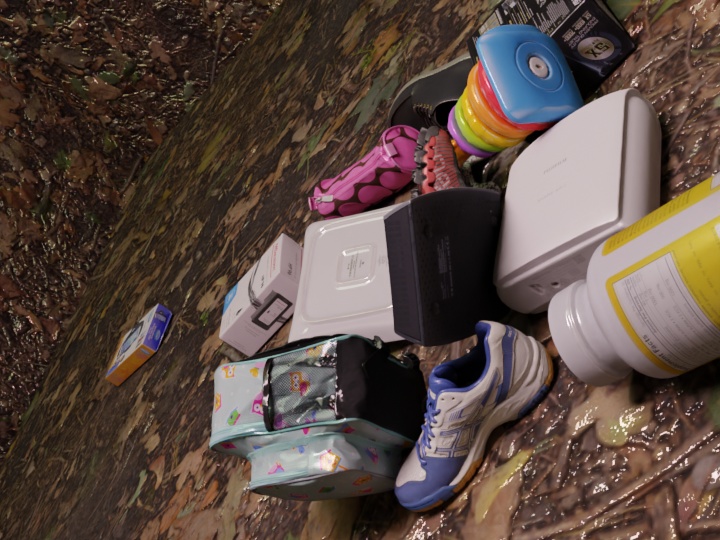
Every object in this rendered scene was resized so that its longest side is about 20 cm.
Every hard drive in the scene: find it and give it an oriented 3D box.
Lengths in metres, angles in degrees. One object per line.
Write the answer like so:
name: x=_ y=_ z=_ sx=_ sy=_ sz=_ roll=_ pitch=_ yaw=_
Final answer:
hard drive: x=0.083 y=-0.007 z=0.850 sx=0.042 sy=0.199 sz=0.138 roll=-4 pitch=94 yaw=30

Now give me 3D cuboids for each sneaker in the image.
sneaker: x=0.082 y=0.128 z=0.839 sx=0.201 sy=0.088 sz=0.075 roll=-53 pitch=24 yaw=11
sneaker: x=0.105 y=-0.061 z=0.990 sx=0.071 sy=0.096 sz=0.204 roll=85 pitch=179 yaw=-75
sneaker: x=0.097 y=-0.226 z=1.297 sx=0.199 sy=0.075 sz=0.107 roll=-30 pitch=25 yaw=45
sneaker: x=0.121 y=-0.075 z=1.074 sx=0.088 sy=0.077 sz=0.202 roll=-23 pitch=40 yaw=30

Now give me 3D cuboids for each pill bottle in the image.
pill bottle: x=0.235 y=0.009 z=0.658 sx=0.199 sy=0.111 sz=0.113 roll=-36 pitch=29 yaw=40

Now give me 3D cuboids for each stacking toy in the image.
stacking toy: x=0.140 y=-0.165 z=1.009 sx=0.200 sy=0.114 sz=0.111 roll=-45 pitch=60 yaw=53

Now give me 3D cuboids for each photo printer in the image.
photo printer: x=0.209 y=-0.074 z=0.880 sx=0.166 sy=0.069 sz=0.202 roll=-32 pitch=32 yaw=45

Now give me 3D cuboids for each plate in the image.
plate: x=0.000 y=0.000 z=1.124 sx=0.197 sy=0.032 sz=0.202 roll=-11 pitch=52 yaw=26

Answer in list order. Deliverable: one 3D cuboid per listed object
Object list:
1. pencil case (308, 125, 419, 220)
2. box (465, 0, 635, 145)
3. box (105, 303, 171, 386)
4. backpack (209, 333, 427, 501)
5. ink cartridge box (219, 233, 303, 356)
pencil case: x=0.011 y=-0.135 z=1.339 sx=0.199 sy=0.093 sz=0.092 roll=-34 pitch=60 yaw=45
box: x=0.221 y=-0.273 z=1.107 sx=0.164 sy=0.086 sz=0.201 roll=-45 pitch=24 yaw=24
box: x=-0.484 y=0.159 z=2.018 sx=0.200 sy=0.041 sz=0.120 roll=-41 pitch=26 yaw=38
backpack: x=-0.051 y=0.149 z=0.914 sx=0.197 sy=0.175 sz=0.156 roll=-4 pitch=73 yaw=29
ink cartridge box: x=-0.136 y=0.026 z=1.450 sx=0.200 sy=0.067 sz=0.117 roll=-46 pitch=25 yaw=23
